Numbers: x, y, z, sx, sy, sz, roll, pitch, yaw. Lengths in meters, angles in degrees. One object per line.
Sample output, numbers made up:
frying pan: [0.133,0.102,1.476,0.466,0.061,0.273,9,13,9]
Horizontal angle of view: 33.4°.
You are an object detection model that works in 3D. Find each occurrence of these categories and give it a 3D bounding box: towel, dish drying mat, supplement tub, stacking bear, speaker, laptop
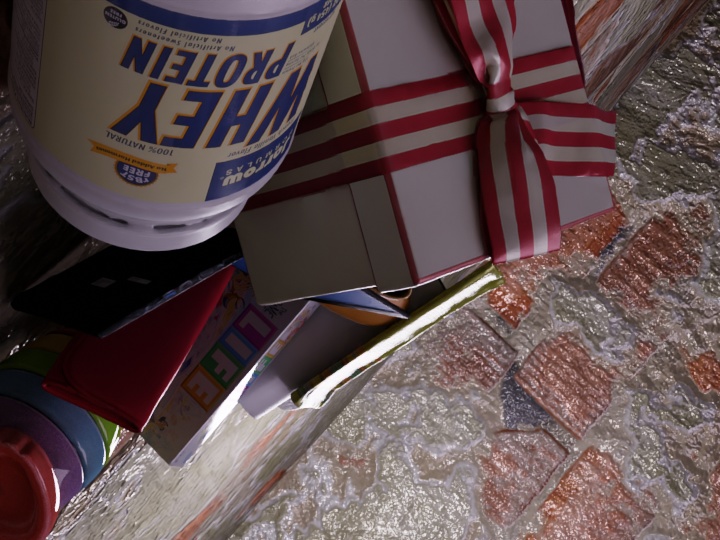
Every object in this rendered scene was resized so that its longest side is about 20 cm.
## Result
towel: [0.033,0.056,0.994,0.199,0.018,0.086,-34,171,7]
dish drying mat: [-0.155,0.036,0.875,0.201,0.076,0.018,-66,-178,-55]
supplement tub: [-0.088,-0.115,0.556,0.145,0.145,0.201,-42,168,-35]
stacking bear: [-0.216,0.090,0.878,0.201,0.120,0.115,-57,146,-45]
speaker: [-0.028,0.041,1.014,0.199,0.082,0.081,-33,171,3]
laptop: [-0.105,0.025,0.809,0.199,0.104,0.176,-31,-160,-27]

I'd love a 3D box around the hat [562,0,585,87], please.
hat: [0.191,-0.294,1.021,0.166,0.176,0.200,-46,170,-16]

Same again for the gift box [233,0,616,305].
gift box: [0.036,-0.094,0.693,0.199,0.187,0.186,-25,-171,-35]

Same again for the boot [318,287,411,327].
boot: [0.000,-0.001,0.867,0.071,0.201,0.144,-50,-145,-6]

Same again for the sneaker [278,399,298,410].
sneaker: [-0.084,0.058,1.134,0.073,0.082,0.201,-25,149,-14]

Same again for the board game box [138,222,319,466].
board game box: [-0.130,0.038,0.974,0.201,0.134,0.034,-49,165,-1]
